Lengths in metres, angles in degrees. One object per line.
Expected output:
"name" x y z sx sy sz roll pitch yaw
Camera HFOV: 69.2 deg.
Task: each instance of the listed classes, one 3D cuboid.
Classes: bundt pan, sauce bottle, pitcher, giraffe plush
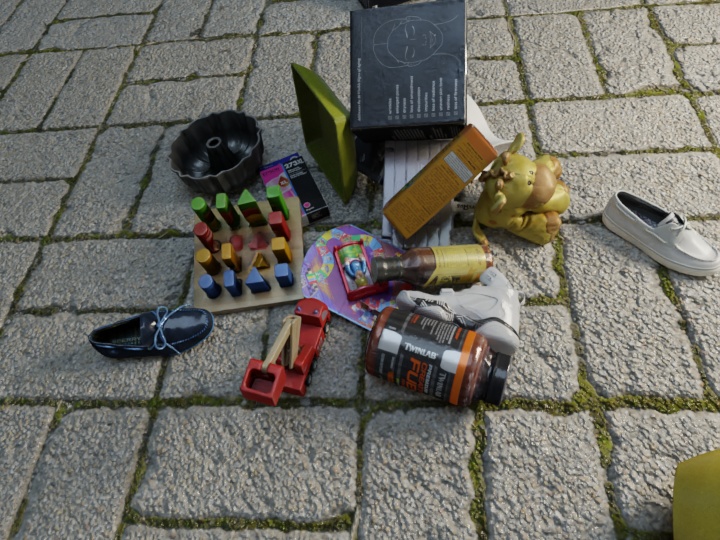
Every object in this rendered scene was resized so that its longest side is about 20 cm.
"bundt pan" -0.286 -0.234 1.067 0.198 0.076 0.204 -6 55 9
"sauce bottle" 0.114 -0.007 0.843 0.196 0.066 0.067 -4 53 -12
"pitcher" 0.173 -0.255 1.005 0.171 0.122 0.200 -36 69 -17
"giraffe plush" 0.255 -0.137 0.854 0.197 0.162 0.176 -11 77 4

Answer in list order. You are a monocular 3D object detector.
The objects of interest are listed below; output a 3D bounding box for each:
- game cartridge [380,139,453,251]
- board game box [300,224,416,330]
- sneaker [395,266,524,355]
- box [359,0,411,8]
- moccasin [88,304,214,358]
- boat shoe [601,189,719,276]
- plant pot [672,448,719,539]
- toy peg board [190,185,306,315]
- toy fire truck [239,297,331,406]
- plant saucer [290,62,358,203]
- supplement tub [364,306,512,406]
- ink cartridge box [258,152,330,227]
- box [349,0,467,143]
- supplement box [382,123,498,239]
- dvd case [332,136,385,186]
"game cartridge" 0.103 -0.133 0.935 0.127 0.038 0.204 2 81 4
"board game box" 0.000 0.000 0.865 0.198 0.039 0.159 26 67 8
"sneaker" 0.161 0.050 0.820 0.197 0.076 0.116 19 59 14
"box" 0.072 -0.815 1.404 0.194 0.118 0.202 -21 54 -7
"moccasin" -0.338 0.105 0.842 0.197 0.068 0.082 -17 68 0
"boat shoe" 0.499 -0.068 0.858 0.072 0.069 0.200 -35 58 -17
"plant pot" 0.429 0.279 0.572 0.140 0.201 0.202 -3 50 38
"toy peg board" -0.201 -0.044 0.893 0.196 0.098 0.202 -8 66 2
"toy fire truck" -0.101 0.113 0.767 0.048 0.142 0.202 10 57 14
"plant saucer" -0.060 -0.264 0.988 0.047 0.201 0.201 -23 55 -13
"supplement tub" 0.112 0.127 0.751 0.197 0.108 0.108 15 58 18
"ink cartridge box" -0.138 -0.166 1.033 0.093 0.037 0.201 -23 54 -7
"box" 0.087 -0.336 0.902 0.193 0.124 0.204 1 92 12
"supplement box" 0.126 -0.144 0.849 0.069 0.067 0.200 43 107 -7
"dvd case" 0.043 -0.285 1.022 0.150 0.025 0.202 38 101 37
